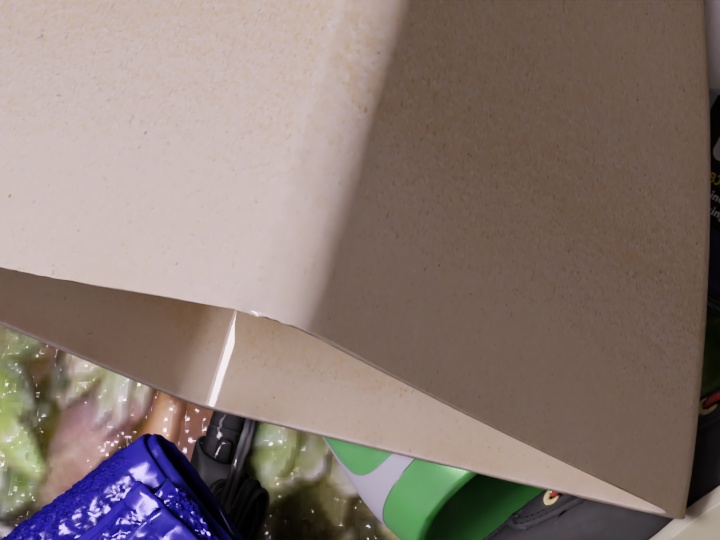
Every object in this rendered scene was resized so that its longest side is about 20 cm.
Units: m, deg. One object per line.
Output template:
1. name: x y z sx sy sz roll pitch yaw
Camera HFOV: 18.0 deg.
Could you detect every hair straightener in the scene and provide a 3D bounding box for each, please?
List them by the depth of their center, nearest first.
1. hair straightener: -0.054 0.126 0.802 0.201 0.041 0.077 -70 17 -11

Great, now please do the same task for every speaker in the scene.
1. speaker: 0.000 0.000 0.795 0.088 0.088 0.200 -40 62 12

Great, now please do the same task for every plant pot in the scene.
1. plant pot: -0.010 -0.054 0.646 0.199 0.200 0.178 11 79 39

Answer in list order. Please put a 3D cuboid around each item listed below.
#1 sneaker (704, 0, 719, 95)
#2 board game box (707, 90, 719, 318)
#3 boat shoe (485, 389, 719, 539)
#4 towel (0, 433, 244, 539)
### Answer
1. sneaker: 0.146 -0.140 0.709 0.099 0.078 0.200 34 101 24
2. board game box: 0.159 -0.057 0.744 0.200 0.057 0.166 30 89 31
3. boat shoe: 0.087 0.093 0.714 0.201 0.074 0.063 -33 22 37
4. towel: -0.101 0.167 0.747 0.200 0.050 0.148 -37 91 12
